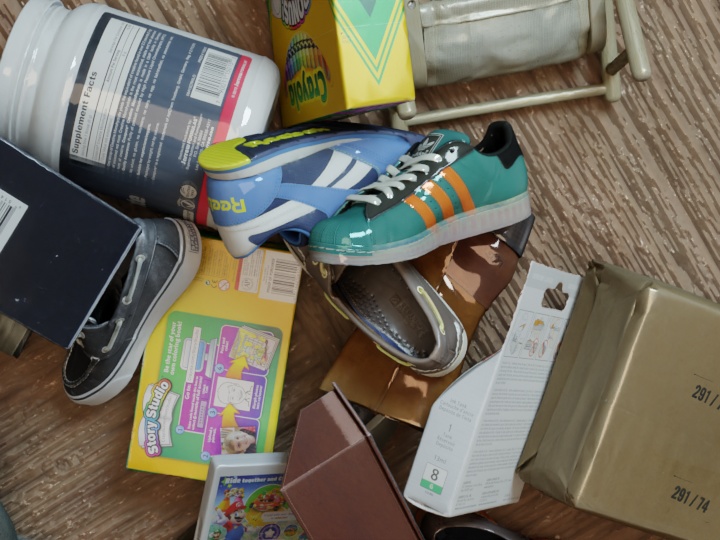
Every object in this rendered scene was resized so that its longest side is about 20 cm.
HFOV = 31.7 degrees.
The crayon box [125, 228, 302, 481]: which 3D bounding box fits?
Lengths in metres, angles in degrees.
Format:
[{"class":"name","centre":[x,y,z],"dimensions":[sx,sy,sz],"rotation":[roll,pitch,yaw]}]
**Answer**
[{"class":"crayon box","centre":[-0.118,0.072,1.046],"dimensions":[0.117,0.058,0.202],"rotation":[10,94,-3]}]

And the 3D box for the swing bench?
[{"class":"swing bench","centre":[0.107,-0.225,1.002],"dimensions":[0.197,0.130,0.202],"rotation":[-9,89,-1]}]

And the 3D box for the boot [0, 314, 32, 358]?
[{"class":"boot","centre":[-0.320,-0.033,1.037],"dimensions":[0.129,0.068,0.202],"rotation":[5,96,-13]}]

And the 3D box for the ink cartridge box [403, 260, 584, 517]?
[{"class":"ink cartridge box","centre":[0.112,0.090,1.007],"dimensions":[0.050,0.161,0.202],"rotation":[18,93,27]}]

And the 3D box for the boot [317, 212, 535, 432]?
[{"class":"boot","centre":[0.020,0.010,1.021],"dimensions":[0.187,0.068,0.201],"rotation":[27,85,5]}]

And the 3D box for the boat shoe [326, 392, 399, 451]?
[{"class":"boat shoe","centre":[0.001,0.110,1.060],"dimensions":[0.063,0.073,0.200],"rotation":[40,92,22]}]

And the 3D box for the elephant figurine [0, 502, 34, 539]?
[{"class":"elephant figurine","centre":[-0.350,0.162,1.001],"dimensions":[0.140,0.155,0.202],"rotation":[3,104,19]}]

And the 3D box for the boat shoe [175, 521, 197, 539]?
[{"class":"boat shoe","centre":[-0.131,0.257,1.058],"dimensions":[0.199,0.072,0.065],"rotation":[-33,107,0]}]

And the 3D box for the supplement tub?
[{"class":"supplement tub","centre":[-0.172,-0.124,0.988],"dimensions":[0.198,0.140,0.142],"rotation":[17,94,-3]}]

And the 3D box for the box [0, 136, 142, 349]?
[{"class":"box","centre":[-0.284,-0.043,0.922],"dimensions":[0.199,0.182,0.105],"rotation":[33,82,-21]}]

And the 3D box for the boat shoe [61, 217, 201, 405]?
[{"class":"boat shoe","centre":[-0.199,0.034,0.997],"dimensions":[0.200,0.067,0.072],"rotation":[-48,52,33]}]

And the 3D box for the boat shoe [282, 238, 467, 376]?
[{"class":"boat shoe","centre":[0.000,0.000,0.964],"dimensions":[0.072,0.059,0.200],"rotation":[-45,74,7]}]

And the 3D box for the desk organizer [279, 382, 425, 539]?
[{"class":"desk organizer","centre":[-0.003,0.193,0.981],"dimensions":[0.077,0.072,0.201],"rotation":[-30,125,-7]}]

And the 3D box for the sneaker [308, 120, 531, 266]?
[{"class":"sneaker","centre":[0.041,-0.058,0.918],"dimensions":[0.199,0.071,0.081],"rotation":[-19,107,-36]}]

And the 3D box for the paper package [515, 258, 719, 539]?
[{"class":"paper package","centre":[0.252,0.115,1.018],"dimensions":[0.198,0.103,0.192],"rotation":[18,94,-22]}]

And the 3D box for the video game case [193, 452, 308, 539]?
[{"class":"video game case","centre":[-0.071,0.236,1.024],"dimensions":[0.142,0.018,0.202],"rotation":[2,115,-27]}]

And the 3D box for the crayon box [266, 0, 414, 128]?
[{"class":"crayon box","centre":[-0.024,-0.203,0.956],"dimensions":[0.058,0.200,0.175],"rotation":[-7,94,-15]}]

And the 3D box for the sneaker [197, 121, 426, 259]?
[{"class":"sneaker","centre":[-0.030,-0.065,0.939],"dimensions":[0.199,0.074,0.083],"rotation":[-15,108,-34]}]

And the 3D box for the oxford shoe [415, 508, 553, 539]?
[{"class":"oxford shoe","centre":[0.137,0.258,1.064],"dimensions":[0.198,0.073,0.072],"rotation":[24,92,-4]}]
